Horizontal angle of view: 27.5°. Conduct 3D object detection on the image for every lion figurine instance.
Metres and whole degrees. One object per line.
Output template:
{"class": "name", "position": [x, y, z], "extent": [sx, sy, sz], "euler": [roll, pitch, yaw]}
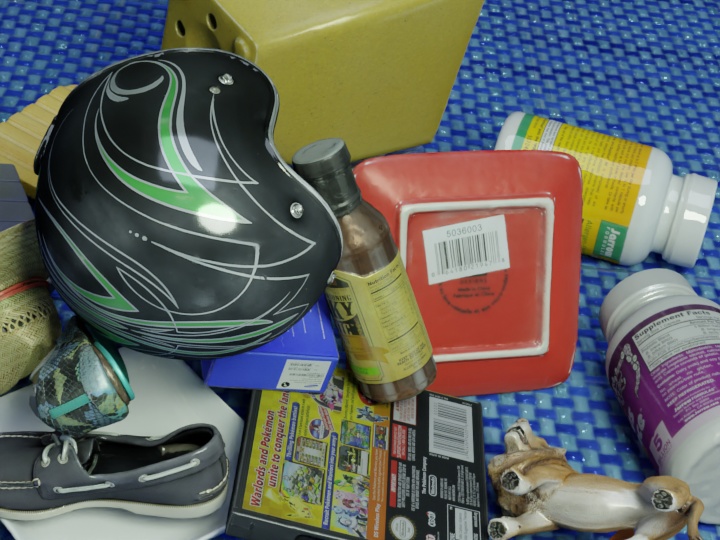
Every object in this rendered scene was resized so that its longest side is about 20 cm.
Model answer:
{"class": "lion figurine", "position": [0.168, 0.161, 1.026], "extent": [0.200, 0.073, 0.122], "euler": [13, 7, 33]}

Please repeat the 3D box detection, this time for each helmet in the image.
{"class": "helmet", "position": [-0.118, -0.033, 1.001], "extent": [0.200, 0.200, 0.191], "euler": [-5, 59, -18]}

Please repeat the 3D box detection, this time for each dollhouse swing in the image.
{"class": "dollhouse swing", "position": [-0.217, -0.141, 1.322], "extent": [0.176, 0.182, 0.200], "euler": [39, 42, 4]}

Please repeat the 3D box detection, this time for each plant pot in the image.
{"class": "plant pot", "position": [-0.049, -0.200, 1.210], "extent": [0.200, 0.194, 0.196], "euler": [-26, 61, -33]}

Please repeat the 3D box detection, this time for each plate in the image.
{"class": "plate", "position": [-0.173, 0.143, 1.054], "extent": [0.200, 0.032, 0.200], "euler": [-22, 48, -36]}

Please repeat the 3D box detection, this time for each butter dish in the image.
{"class": "butter dish", "position": [0.069, -0.008, 1.214], "extent": [0.200, 0.200, 0.148], "euler": [-3, 15, -16]}

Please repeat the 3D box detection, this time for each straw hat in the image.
{"class": "straw hat", "position": [-0.262, 0.044, 1.087], "extent": [0.201, 0.201, 0.085], "euler": [-26, 81, -38]}

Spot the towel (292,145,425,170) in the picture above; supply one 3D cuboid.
{"class": "towel", "position": [-0.045, -0.082, 1.291], "extent": [0.200, 0.024, 0.147], "euler": [-9, 7, 12]}

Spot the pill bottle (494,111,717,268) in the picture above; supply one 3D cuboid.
{"class": "pill bottle", "position": [0.219, -0.069, 1.353], "extent": [0.200, 0.113, 0.113], "euler": [16, 37, 10]}

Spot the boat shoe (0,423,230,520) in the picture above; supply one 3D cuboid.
{"class": "boat shoe", "position": [-0.188, 0.124, 0.996], "extent": [0.199, 0.063, 0.073], "euler": [4, 40, -5]}

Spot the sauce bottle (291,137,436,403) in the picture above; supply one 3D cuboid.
{"class": "sauce bottle", "position": [0.000, 0.000, 1.077], "extent": [0.065, 0.200, 0.065], "euler": [-17, 23, 7]}

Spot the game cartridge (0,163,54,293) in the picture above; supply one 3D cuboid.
{"class": "game cartridge", "position": [-0.348, -0.034, 1.171], "extent": [0.200, 0.038, 0.130], "euler": [0, 52, -46]}

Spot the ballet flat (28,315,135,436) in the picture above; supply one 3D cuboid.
{"class": "ballet flat", "position": [-0.197, 0.074, 1.014], "extent": [0.074, 0.074, 0.200], "euler": [2, 0, -9]}

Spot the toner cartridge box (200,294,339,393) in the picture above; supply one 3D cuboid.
{"class": "toner cartridge box", "position": [-0.081, 0.003, 1.138], "extent": [0.095, 0.043, 0.200], "euler": [7, 44, -20]}

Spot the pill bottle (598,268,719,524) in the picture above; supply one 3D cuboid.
{"class": "pill bottle", "position": [0.257, 0.090, 1.149], "extent": [0.112, 0.112, 0.200], "euler": [-2, 37, -14]}

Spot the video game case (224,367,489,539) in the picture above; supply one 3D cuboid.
{"class": "video game case", "position": [0.002, 0.140, 1.065], "extent": [0.180, 0.026, 0.200], "euler": [15, 30, -6]}

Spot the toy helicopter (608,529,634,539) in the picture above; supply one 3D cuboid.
{"class": "toy helicopter", "position": [0.164, 0.218, 0.983], "extent": [0.200, 0.079, 0.132], "euler": [4, 13, -26]}
